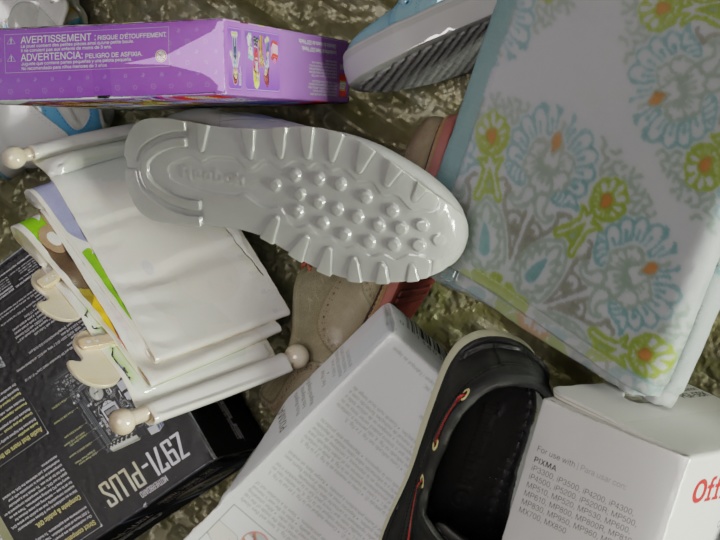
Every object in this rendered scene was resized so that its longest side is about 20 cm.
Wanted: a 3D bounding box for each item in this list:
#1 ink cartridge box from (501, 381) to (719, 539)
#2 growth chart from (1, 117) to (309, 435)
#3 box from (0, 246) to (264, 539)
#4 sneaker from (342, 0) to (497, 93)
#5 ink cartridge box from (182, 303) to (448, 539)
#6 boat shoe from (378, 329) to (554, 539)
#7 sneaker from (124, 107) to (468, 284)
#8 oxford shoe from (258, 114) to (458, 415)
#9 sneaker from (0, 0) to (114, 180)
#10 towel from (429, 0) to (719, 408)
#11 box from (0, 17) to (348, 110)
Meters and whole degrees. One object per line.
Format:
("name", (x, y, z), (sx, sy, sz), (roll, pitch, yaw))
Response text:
("ink cartridge box", (0.131, 0.163, 0.892), (0.083, 0.147, 0.200), (22, 103, 34))
("growth chart", (-0.116, -0.006, 0.976), (0.200, 0.145, 0.018), (61, 143, 27))
("box", (-0.183, 0.088, 1.038), (0.200, 0.086, 0.164), (-35, 79, 14))
("sneaker", (0.072, -0.168, 0.979), (0.200, 0.074, 0.082), (-27, 72, 7))
("ink cartridge box", (0.005, 0.142, 0.968), (0.163, 0.057, 0.200), (42, 106, -13))
("boat shoe", (0.053, 0.133, 0.912), (0.074, 0.063, 0.202), (9, 108, -10))
("sneaker", (-0.026, -0.049, 0.954), (0.200, 0.080, 0.077), (19, 109, 26))
("oxford shoe", (0.000, 0.000, 0.993), (0.075, 0.070, 0.200), (25, 96, 20))
("sneaker", (-0.209, -0.159, 1.064), (0.081, 0.077, 0.200), (-20, 88, 6))
("towel", (0.121, -0.054, 0.887), (0.171, 0.048, 0.200), (32, 112, 37))
("box", (-0.099, -0.107, 0.957), (0.137, 0.200, 0.039), (0, 94, 16))
